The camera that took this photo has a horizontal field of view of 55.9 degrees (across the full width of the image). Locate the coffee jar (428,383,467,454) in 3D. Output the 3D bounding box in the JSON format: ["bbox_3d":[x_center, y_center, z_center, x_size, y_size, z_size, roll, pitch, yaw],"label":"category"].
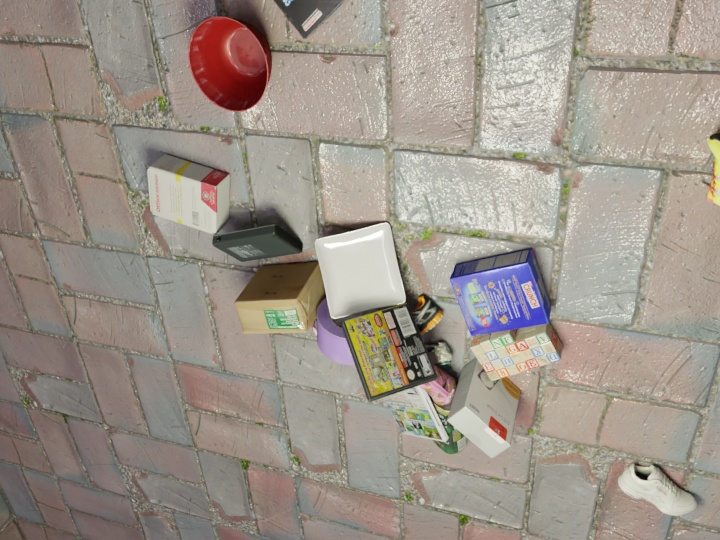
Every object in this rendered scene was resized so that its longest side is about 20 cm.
[{"bbox_3d":[0.240,0.395,1.859,0.104,0.084,0.205,33,139,48],"label":"coffee jar"}]

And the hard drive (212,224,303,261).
[{"bbox_3d":[-0.266,-0.069,1.767,0.195,0.034,0.139,-7,158,26],"label":"hard drive"}]

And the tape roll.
[{"bbox_3d":[-0.017,0.143,1.742,0.195,0.201,0.087,12,126,15],"label":"tape roll"}]

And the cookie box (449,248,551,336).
[{"bbox_3d":[0.334,0.055,1.614,0.196,0.076,0.174,-12,116,29],"label":"cookie box"}]

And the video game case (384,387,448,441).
[{"bbox_3d":[0.140,0.382,1.879,0.198,0.022,0.186,-8,111,56],"label":"video game case"}]

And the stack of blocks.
[{"bbox_3d":[0.387,0.189,1.689,0.197,0.059,0.116,-24,110,33],"label":"stack of blocks"}]

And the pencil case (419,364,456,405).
[{"bbox_3d":[0.171,0.269,1.721,0.085,0.085,0.200,-9,145,34],"label":"pencil case"}]

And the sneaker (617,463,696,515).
[{"bbox_3d":[0.777,0.566,1.760,0.195,0.075,0.102,18,128,11],"label":"sneaker"}]

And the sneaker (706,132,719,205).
[{"bbox_3d":[0.707,-0.168,1.312,0.089,0.078,0.202,-21,110,40],"label":"sneaker"}]

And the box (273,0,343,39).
[{"bbox_3d":[-0.108,-0.617,1.381,0.198,0.050,0.200,-31,105,36],"label":"box"}]

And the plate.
[{"bbox_3d":[0.000,0.000,1.689,0.194,0.032,0.206,-13,95,8],"label":"plate"}]

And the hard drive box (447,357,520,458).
[{"bbox_3d":[0.318,0.344,1.731,0.155,0.201,0.077,39,128,-7],"label":"hard drive box"}]

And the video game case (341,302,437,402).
[{"bbox_3d":[0.067,0.191,1.621,0.176,0.204,0.026,-14,155,-17],"label":"video game case"}]

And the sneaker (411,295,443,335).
[{"bbox_3d":[0.119,0.144,1.710,0.078,0.199,0.078,53,155,-3],"label":"sneaker"}]

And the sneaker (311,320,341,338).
[{"bbox_3d":[-0.041,0.167,1.845,0.195,0.081,0.076,18,118,-12],"label":"sneaker"}]

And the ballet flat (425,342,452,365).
[{"bbox_3d":[0.159,0.238,1.826,0.196,0.072,0.073,-21,112,30],"label":"ballet flat"}]

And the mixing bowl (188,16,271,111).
[{"bbox_3d":[-0.271,-0.471,1.506,0.195,0.109,0.205,11,125,15],"label":"mixing bowl"}]

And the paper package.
[{"bbox_3d":[-0.204,0.073,1.781,0.195,0.192,0.106,-4,121,23],"label":"paper package"}]

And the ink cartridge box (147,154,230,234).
[{"bbox_3d":[-0.446,-0.200,1.773,0.195,0.084,0.148,18,128,10],"label":"ink cartridge box"}]
